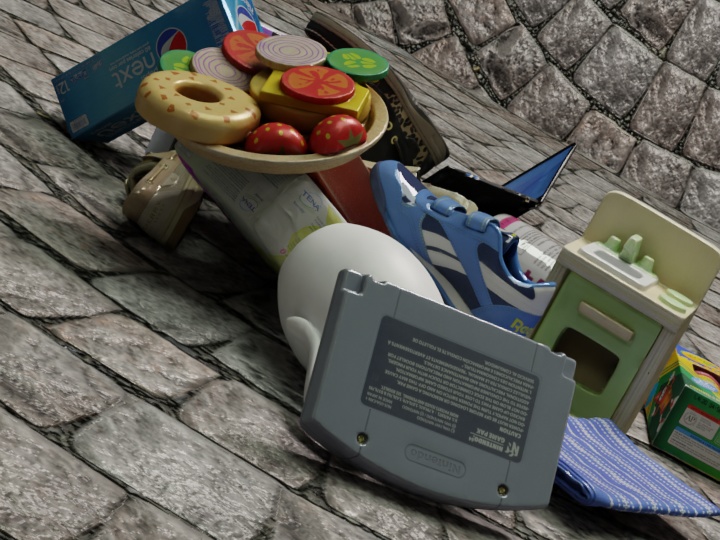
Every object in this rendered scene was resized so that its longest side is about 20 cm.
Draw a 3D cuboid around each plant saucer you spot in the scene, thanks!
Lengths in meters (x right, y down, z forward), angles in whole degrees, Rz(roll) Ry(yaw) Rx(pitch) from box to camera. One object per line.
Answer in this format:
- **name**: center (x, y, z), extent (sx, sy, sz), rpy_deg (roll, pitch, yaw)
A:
- **plant saucer**: center (-0.058, -0.082, 1.739), extent (0.199, 0.037, 0.200), rpy_deg (21, -28, 47)

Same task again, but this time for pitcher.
- **pitcher**: center (0.001, 0.058, 1.463), extent (0.171, 0.122, 0.200), rpy_deg (-2, 42, -41)

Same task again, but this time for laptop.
- **laptop**: center (0.102, -0.083, 2.005), extent (0.199, 0.177, 0.104), rpy_deg (18, 56, -36)

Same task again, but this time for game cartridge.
- **game cartridge**: center (0.055, 0.094, 1.376), extent (0.199, 0.134, 0.041), rpy_deg (22, -14, -22)

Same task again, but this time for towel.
- **towel**: center (0.196, 0.154, 1.590), extent (0.199, 0.024, 0.145), rpy_deg (12, 20, -49)

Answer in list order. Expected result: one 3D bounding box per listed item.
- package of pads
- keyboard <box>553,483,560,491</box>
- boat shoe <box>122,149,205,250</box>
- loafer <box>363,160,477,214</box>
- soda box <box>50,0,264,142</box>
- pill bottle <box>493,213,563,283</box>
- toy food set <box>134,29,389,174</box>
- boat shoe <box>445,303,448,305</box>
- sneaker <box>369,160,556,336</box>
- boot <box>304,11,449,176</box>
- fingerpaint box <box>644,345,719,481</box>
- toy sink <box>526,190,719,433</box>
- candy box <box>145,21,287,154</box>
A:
- **package of pads**: center (-0.057, -0.033, 1.619), extent (0.154, 0.068, 0.200), rpy_deg (43, -6, 46)
- **keyboard**: center (0.177, 0.154, 1.645), extent (0.126, 0.021, 0.200), rpy_deg (31, 14, 11)
- **boat shoe**: center (-0.171, -0.078, 1.703), extent (0.065, 0.072, 0.200), rpy_deg (27, 18, -9)
- **loafer**: center (0.027, -0.066, 1.772), extent (0.199, 0.068, 0.076), rpy_deg (32, -21, 26)
- **soda box**: center (-0.187, -0.191, 1.809), extent (0.068, 0.199, 0.065), rpy_deg (1, 66, -65)
- **pill bottle**: center (0.192, 0.040, 1.909), extent (0.199, 0.114, 0.113), rpy_deg (33, 14, 21)
- **toy food set**: center (-0.074, -0.140, 1.563), extent (0.198, 0.049, 0.198), rpy_deg (11, 31, 8)
- **boat shoe**: center (0.066, 0.065, 1.669), extent (0.201, 0.060, 0.072), rpy_deg (-20, 95, -72)
- **sneaker**: center (0.087, -0.025, 1.641), extent (0.200, 0.082, 0.074), rpy_deg (50, 20, 10)
- **boot**: center (-0.022, -0.132, 1.854), extent (0.200, 0.151, 0.073), rpy_deg (49, -6, -31)
- **fingerpaint box**: center (0.387, 0.166, 1.921), extent (0.199, 0.074, 0.167), rpy_deg (29, 13, 0)
- **toy sink**: center (0.228, 0.044, 1.774), extent (0.130, 0.201, 0.112), rpy_deg (32, 13, 12)
- **candy box**: center (-0.085, -0.145, 1.903), extent (0.199, 0.169, 0.072), rpy_deg (23, 7, -26)
